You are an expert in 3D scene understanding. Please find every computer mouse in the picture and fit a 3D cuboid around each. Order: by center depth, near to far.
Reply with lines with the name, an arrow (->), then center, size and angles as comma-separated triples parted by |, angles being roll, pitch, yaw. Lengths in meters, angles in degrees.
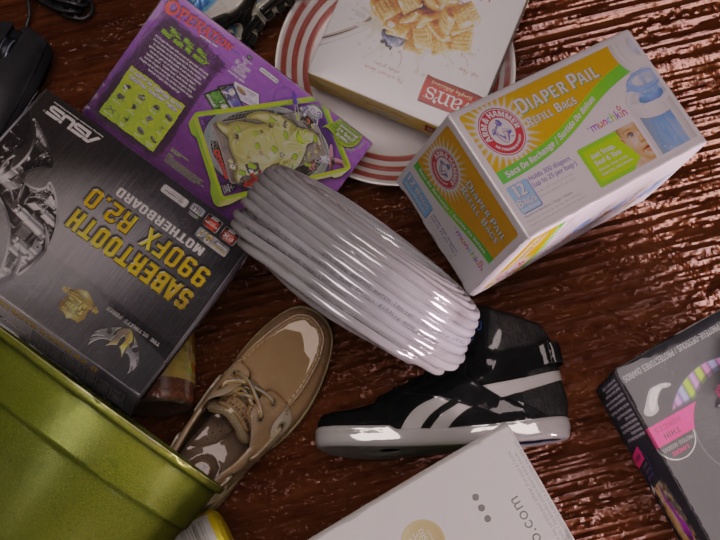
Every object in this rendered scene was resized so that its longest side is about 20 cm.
computer mouse -> -0.319, -0.175, 1.241 | 0.139, 0.046, 0.202 | 25, 80, 4

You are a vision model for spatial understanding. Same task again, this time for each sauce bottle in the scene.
sauce bottle -> -0.160, 0.011, 1.191 | 0.065, 0.066, 0.203 | -1, 72, 0

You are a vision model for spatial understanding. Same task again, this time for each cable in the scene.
cable -> 0.000, 0.000, 1.098 | 0.070, 0.199, 0.200 | -55, 45, 4

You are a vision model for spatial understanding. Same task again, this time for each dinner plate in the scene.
dinner plate -> 0.028, -0.165, 1.248 | 0.197, 0.024, 0.203 | 0, 79, 1

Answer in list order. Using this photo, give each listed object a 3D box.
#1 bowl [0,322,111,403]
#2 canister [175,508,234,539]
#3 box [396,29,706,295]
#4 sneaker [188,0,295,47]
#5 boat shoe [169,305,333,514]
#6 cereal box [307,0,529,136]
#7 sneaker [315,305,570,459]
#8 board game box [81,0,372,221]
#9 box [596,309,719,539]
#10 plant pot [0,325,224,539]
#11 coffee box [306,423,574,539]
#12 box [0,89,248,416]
bowl -> -0.295, 0.080, 1.168 | 0.198, 0.090, 0.204 | 0, 78, 1
canister -> -0.165, 0.285, 1.128 | 0.198, 0.087, 0.150 | -27, 79, -6
box -> 0.144, -0.083, 1.152 | 0.199, 0.101, 0.113 | -28, 79, -32
sneaker -> -0.123, -0.217, 1.246 | 0.200, 0.078, 0.090 | -44, 54, -2
boat shoe -> -0.089, 0.112, 1.171 | 0.071, 0.065, 0.201 | 34, 81, 7
cereal box -> 0.059, -0.216, 1.226 | 0.142, 0.040, 0.202 | 22, 79, 4
sneaker -> 0.060, 0.084, 1.178 | 0.197, 0.073, 0.113 | -2, 75, -8
board game box -> -0.103, -0.113, 1.191 | 0.199, 0.032, 0.120 | 37, 97, -11
box -> 0.281, 0.141, 1.141 | 0.121, 0.106, 0.201 | -28, 80, -5
plant pot -> -0.229, 0.171, 1.041 | 0.199, 0.200, 0.194 | 35, 81, 7
coffee box -> 0.063, 0.252, 1.073 | 0.196, 0.200, 0.201 | -29, 79, -4
box -> -0.202, -0.015, 1.125 | 0.199, 0.048, 0.159 | 36, 60, 0
